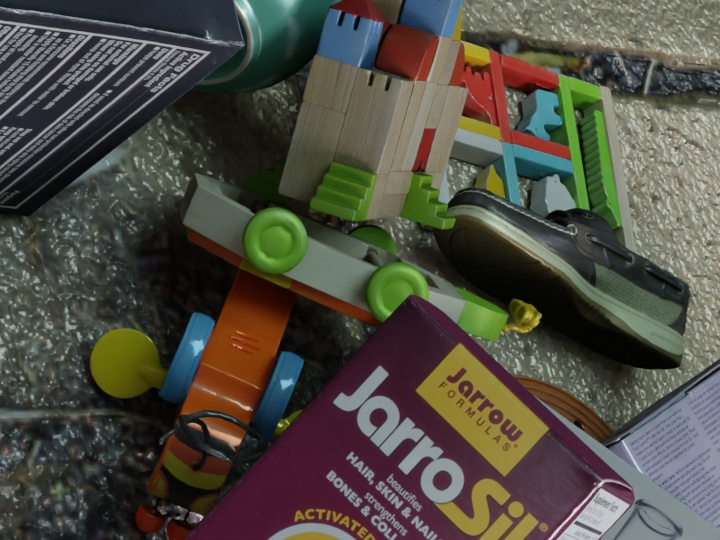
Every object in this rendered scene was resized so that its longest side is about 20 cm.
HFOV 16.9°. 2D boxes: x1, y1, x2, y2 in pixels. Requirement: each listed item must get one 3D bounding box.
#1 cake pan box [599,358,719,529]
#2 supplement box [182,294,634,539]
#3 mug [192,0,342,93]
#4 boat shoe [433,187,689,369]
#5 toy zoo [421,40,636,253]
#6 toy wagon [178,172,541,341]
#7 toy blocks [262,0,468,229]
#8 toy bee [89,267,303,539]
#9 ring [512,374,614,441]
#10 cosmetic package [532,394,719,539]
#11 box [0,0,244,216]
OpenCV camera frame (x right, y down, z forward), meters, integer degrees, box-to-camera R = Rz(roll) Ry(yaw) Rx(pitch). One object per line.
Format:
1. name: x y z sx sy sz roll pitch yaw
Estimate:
1. cake pan box: 0.228 0.144 1.373 0.200 0.052 0.185 -30 90 -46
2. supplement box: 0.012 0.131 1.135 0.131 0.200 0.103 43 3 16
3. mug: -0.093 -0.170 1.322 0.152 0.184 0.115 58 40 -37
4. boat shoe: 0.125 -0.005 1.458 0.200 0.072 0.066 32 65 -33
5. toy zoo: 0.088 -0.075 1.507 0.199 0.020 0.132 14 59 -37
6. toy wagon: 0.000 0.000 1.288 0.199 0.040 0.155 24 6 -9
7. toy blocks: 0.017 -0.102 1.322 0.200 0.099 0.137 -11 117 -74
8. toy bee: -0.084 0.076 1.228 0.131 0.109 0.200 33 26 15
9. ring: 0.105 0.156 1.397 0.200 0.019 0.201 20 56 -33
10. cosmetic package: 0.072 0.147 1.210 0.200 0.052 0.151 35 78 16
11. box: -0.198 -0.123 1.148 0.198 0.200 0.124 5 63 -41
